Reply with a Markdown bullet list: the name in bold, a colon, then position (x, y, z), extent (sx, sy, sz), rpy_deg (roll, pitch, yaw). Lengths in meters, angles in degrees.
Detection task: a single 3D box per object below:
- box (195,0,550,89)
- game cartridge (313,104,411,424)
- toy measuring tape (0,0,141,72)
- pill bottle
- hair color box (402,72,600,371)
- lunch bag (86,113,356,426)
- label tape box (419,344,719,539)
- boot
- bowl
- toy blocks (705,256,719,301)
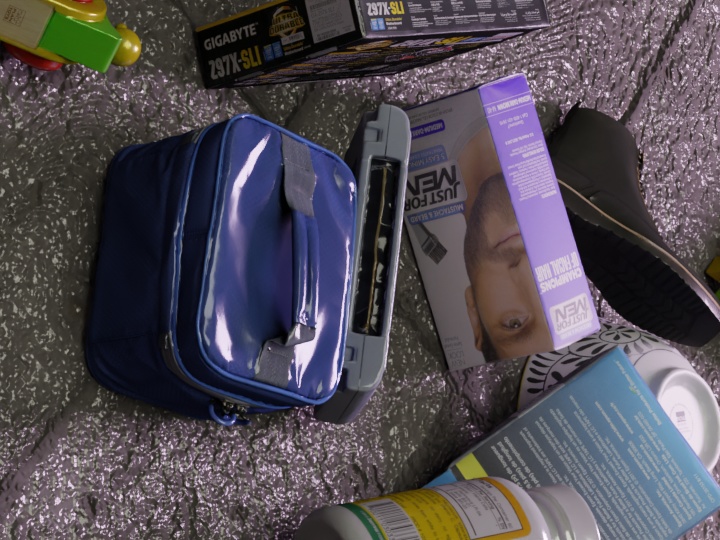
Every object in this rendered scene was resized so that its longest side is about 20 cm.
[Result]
- **box**: position (0.010, -0.170, 1.537), extent (0.200, 0.159, 0.050), rpy_deg (-10, 86, -45)
- **game cartridge**: position (0.000, 0.000, 1.511), extent (0.041, 0.133, 0.201), rpy_deg (10, 74, -10)
- **toy measuring tape**: position (-0.230, -0.177, 1.376), extent (0.199, 0.074, 0.074), rpy_deg (22, 64, -21)
- **pill bottle**: position (0.062, 0.203, 1.500), extent (0.199, 0.113, 0.113), rpy_deg (-8, 86, -30)
- **hair color box**: position (0.094, -0.034, 1.626), extent (0.065, 0.109, 0.201), rpy_deg (-22, 96, -46)
- **lunch bag**: position (-0.083, 0.006, 1.419), extent (0.136, 0.132, 0.201), rpy_deg (20, 66, -41)
- **label tape box**: position (0.148, 0.171, 1.623), extent (0.200, 0.066, 0.144), rpy_deg (-35, 89, -7)
- **boot**: position (0.224, -0.044, 1.754), extent (0.200, 0.077, 0.138), rpy_deg (39, 47, -6)
- **bowl**: position (0.223, 0.127, 1.730), extent (0.200, 0.094, 0.202), rpy_deg (13, 70, -42)
- **toy blocks**: position (0.388, 0.030, 1.937), extent (0.200, 0.100, 0.137), rpy_deg (-47, 125, -40)
